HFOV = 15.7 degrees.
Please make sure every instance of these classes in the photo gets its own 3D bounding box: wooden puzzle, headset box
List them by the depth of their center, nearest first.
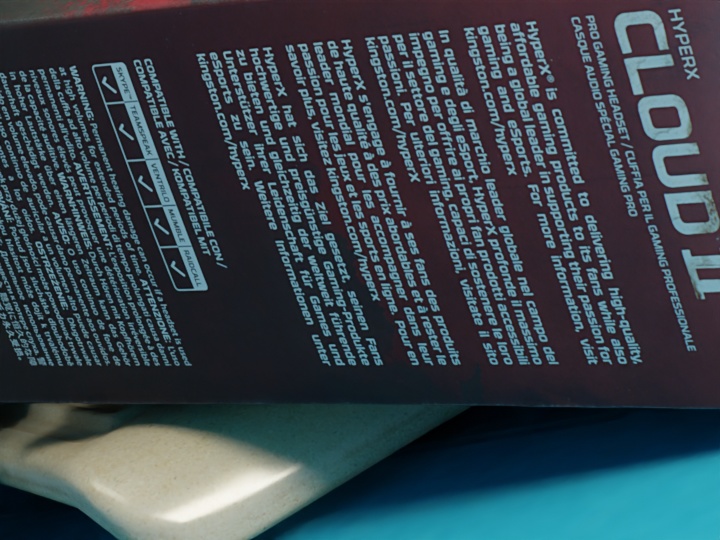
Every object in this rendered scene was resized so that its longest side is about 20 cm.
[{"bbox_3d":[0.034,-0.045,0.437,0.199,0.075,0.149,-1,30,38],"label":"headset box"},{"bbox_3d":[0.000,0.000,0.541,0.185,0.037,0.200,-30,15,-19],"label":"wooden puzzle"}]
